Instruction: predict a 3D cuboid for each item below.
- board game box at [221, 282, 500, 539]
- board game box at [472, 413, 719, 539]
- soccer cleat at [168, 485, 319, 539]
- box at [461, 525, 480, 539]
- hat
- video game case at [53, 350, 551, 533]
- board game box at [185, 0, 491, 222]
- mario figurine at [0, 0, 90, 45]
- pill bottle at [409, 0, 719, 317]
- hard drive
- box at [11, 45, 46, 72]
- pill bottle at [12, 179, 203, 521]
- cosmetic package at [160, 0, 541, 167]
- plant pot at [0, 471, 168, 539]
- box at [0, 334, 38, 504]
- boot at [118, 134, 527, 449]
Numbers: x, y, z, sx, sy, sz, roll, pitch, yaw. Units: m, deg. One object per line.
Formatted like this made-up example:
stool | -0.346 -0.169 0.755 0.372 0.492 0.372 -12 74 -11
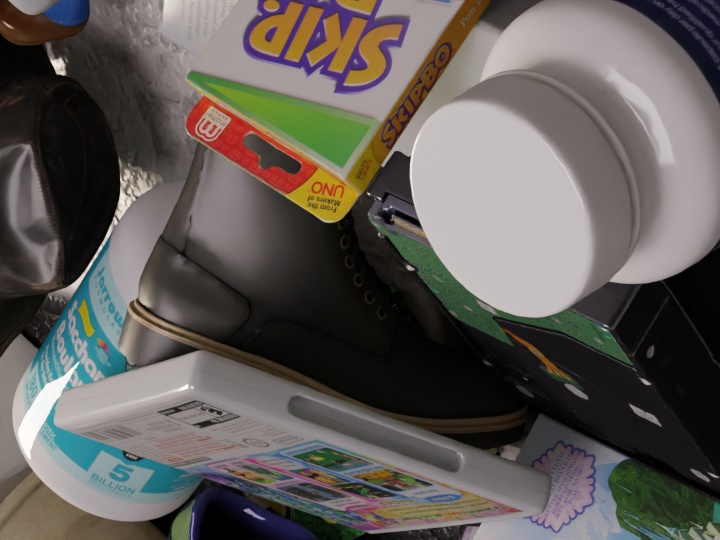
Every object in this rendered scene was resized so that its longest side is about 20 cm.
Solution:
board game box | -0.014 0.087 1.569 0.105 0.023 0.200 56 141 0
board game box | 0.114 0.191 1.368 0.199 0.201 0.041 24 174 43
soccer cleat | -0.017 0.184 1.577 0.200 0.065 0.084 32 144 12
box | 0.040 0.224 1.474 0.041 0.201 0.039 31 164 -27
hat | -0.170 -0.040 1.533 0.081 0.201 0.202 4 119 25
video game case | -0.032 0.084 1.420 0.181 0.024 0.200 20 165 -20
board game box | 0.008 -0.125 1.292 0.095 0.200 0.030 32 179 28
mario figurine | -0.154 -0.204 1.458 0.124 0.106 0.200 47 142 16
pill bottle | 0.117 -0.064 1.188 0.119 0.200 0.120 25 131 33
hard drive | 0.094 0.027 1.320 0.139 0.038 0.200 26 167 33
box | -0.249 -0.168 1.537 0.043 0.160 0.201 12 124 40
pill bottle | -0.093 0.030 1.532 0.111 0.111 0.200 46 130 14
cosmetic package | 0.005 -0.119 1.372 0.200 0.071 0.102 33 134 28
plant pot | -0.131 0.228 1.672 0.183 0.200 0.201 31 135 14
box | -0.249 0.148 1.752 0.106 0.152 0.201 40 137 21
boot | 0.000 0.000 1.420 0.077 0.199 0.139 -124 50 -68
